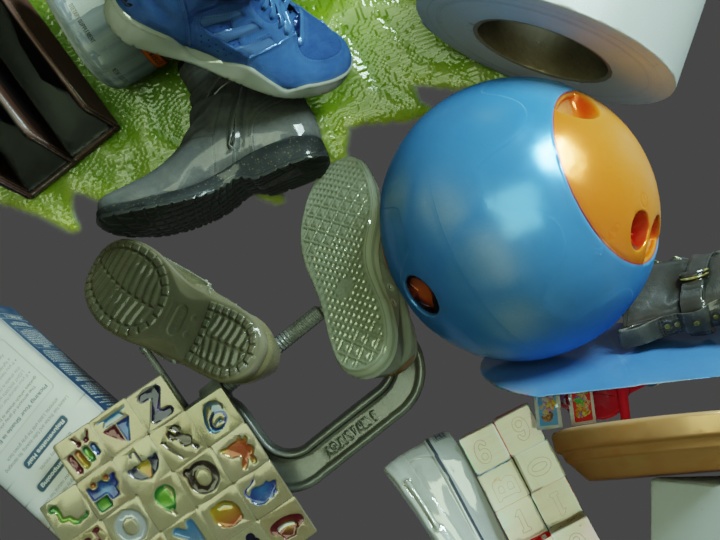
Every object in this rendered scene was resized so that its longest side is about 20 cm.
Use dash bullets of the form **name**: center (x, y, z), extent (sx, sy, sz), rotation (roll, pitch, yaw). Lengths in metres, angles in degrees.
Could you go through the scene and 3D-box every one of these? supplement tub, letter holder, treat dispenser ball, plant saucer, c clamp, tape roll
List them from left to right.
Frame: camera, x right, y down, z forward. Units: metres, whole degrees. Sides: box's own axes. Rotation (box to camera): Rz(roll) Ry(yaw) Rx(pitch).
- **letter holder**: center (-0.307, -0.175, 0.899), extent (0.100, 0.142, 0.201), rotation (-37, 81, 2)
- **supplement tub**: center (-0.145, -0.243, 0.898), extent (0.199, 0.123, 0.123), rotation (-30, 82, 3)
- **c clamp**: center (-0.056, 0.082, 0.902), extent (0.199, 0.027, 0.172), rotation (-32, 81, 3)
- **treat dispenser ball**: center (0.113, -0.036, 0.807), extent (0.199, 0.201, 0.203), rotation (-1, 84, 6)
- **tape roll**: center (0.155, -0.223, 0.822), extent (0.201, 0.203, 0.140), rotation (19, 86, 8)
- **plant saucer**: center (0.233, 0.121, 0.776), extent (0.198, 0.200, 0.038), rotation (-5, 77, 6)

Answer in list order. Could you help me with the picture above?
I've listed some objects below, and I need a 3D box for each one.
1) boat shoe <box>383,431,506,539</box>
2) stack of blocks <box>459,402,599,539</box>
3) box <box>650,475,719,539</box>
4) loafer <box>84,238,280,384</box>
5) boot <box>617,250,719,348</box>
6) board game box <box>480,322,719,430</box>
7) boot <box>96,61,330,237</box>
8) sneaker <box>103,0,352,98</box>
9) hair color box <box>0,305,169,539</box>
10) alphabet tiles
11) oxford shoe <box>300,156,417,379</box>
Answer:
- **boat shoe**: center (0.080, 0.220, 0.821), extent (0.065, 0.072, 0.201), rotation (-25, 85, -6)
- **stack of blocks**: center (0.143, 0.200, 0.823), extent (0.058, 0.115, 0.201), rotation (-27, 81, 3)
- **box**: center (0.299, 0.217, 0.757), extent (0.199, 0.106, 0.154), rotation (5, 83, -34)
- **loafer**: center (-0.141, 0.040, 0.884), extent (0.199, 0.067, 0.076), rotation (31, 83, 34)
- **boot**: center (0.287, -0.008, 0.835), extent (0.173, 0.200, 0.070), rotation (-11, 107, 35)
- **board game box**: center (0.188, 0.077, 0.817), extent (0.198, 0.158, 0.039), rotation (-7, 101, 5)
- **boot**: center (-0.130, -0.112, 0.918), extent (0.198, 0.070, 0.133), rotation (-18, 74, -2)
- **sneaker**: center (-0.075, -0.198, 0.821), extent (0.199, 0.111, 0.077), rotation (13, 50, -28)
- **hair color box**: center (-0.250, 0.128, 0.901), extent (0.200, 0.061, 0.100), rotation (40, 90, 9)
- **alphabet tiles**: center (-0.138, 0.189, 0.857), extent (0.166, 0.006, 0.201), rotation (-34, 92, -2)
- **oxford shoe**: center (0.000, 0.000, 0.875), extent (0.075, 0.058, 0.201), rotation (-29, 53, 24)
